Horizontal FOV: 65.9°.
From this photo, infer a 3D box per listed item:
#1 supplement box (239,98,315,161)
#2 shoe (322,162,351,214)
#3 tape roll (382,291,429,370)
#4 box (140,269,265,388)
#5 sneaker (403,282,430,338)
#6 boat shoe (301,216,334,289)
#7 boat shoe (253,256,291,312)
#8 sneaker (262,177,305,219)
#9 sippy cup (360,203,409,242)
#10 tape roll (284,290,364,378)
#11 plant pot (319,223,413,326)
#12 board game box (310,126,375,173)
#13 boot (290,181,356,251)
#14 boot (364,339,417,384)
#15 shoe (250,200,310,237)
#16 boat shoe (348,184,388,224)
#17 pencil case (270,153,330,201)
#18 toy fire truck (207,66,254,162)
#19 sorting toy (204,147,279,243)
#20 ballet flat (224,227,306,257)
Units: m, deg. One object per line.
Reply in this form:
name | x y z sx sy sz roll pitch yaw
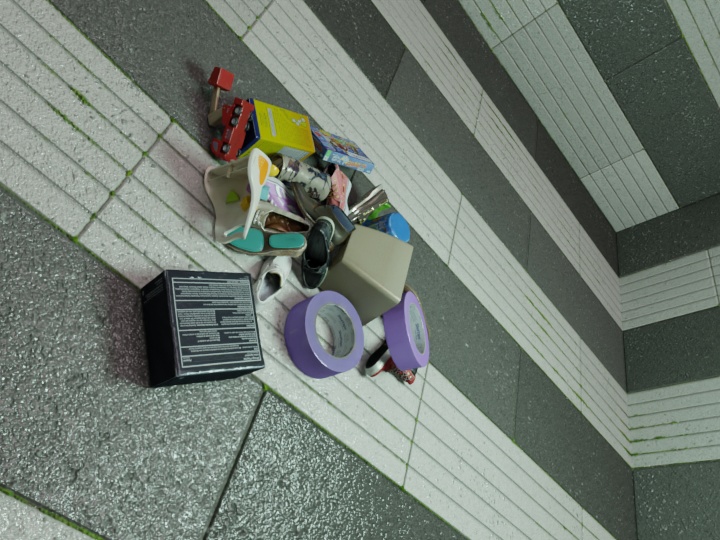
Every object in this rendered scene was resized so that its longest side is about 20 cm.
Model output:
supplement box | -0.231 -0.350 1.440 0.198 0.108 0.112 3 70 -48
shoe | -0.079 -0.215 1.567 0.091 0.070 0.203 50 35 -38
tape roll | 0.124 0.163 1.494 0.200 0.064 0.205 -14 91 -70
box | -0.314 0.116 1.105 0.197 0.122 0.203 4 68 -45
sneaker | 0.149 0.134 1.665 0.075 0.070 0.203 -30 95 -49
boat shoe | -0.112 -0.031 1.368 0.073 0.202 0.066 23 30 2
boat shoe | -0.205 0.021 1.318 0.071 0.069 0.202 46 43 -20
sneaker | -0.217 -0.157 1.393 0.199 0.072 0.116 33 53 -34
sippy cup | 0.073 -0.105 1.649 0.139 0.129 0.181 -28 93 -51
tape roll | -0.087 0.159 1.374 0.198 0.084 0.204 24 55 -39
plant pot | 0.000 0.000 1.477 0.176 0.199 0.202 35 48 -19
board game box | -0.063 -0.357 1.641 0.197 0.035 0.136 8 36 -45
boot | -0.094 -0.155 1.407 0.202 0.096 0.075 59 7 -9
boot | 0.095 0.274 1.539 0.199 0.072 0.147 -37 102 -54
shoe | -0.211 -0.125 1.344 0.196 0.053 0.072 15 92 -19
boat shoe | 0.004 -0.173 1.613 0.199 0.071 0.060 -42 105 -25
pencil case | -0.163 -0.244 1.478 0.198 0.089 0.079 14 51 -49
toy fire truck | -0.328 -0.376 1.347 0.048 0.139 0.204 8 104 -58
sorting toy | -0.273 -0.154 1.249 0.106 0.197 0.184 21 72 -42
ballet flat | -0.227 -0.058 1.321 0.195 0.068 0.070 7 64 -9
